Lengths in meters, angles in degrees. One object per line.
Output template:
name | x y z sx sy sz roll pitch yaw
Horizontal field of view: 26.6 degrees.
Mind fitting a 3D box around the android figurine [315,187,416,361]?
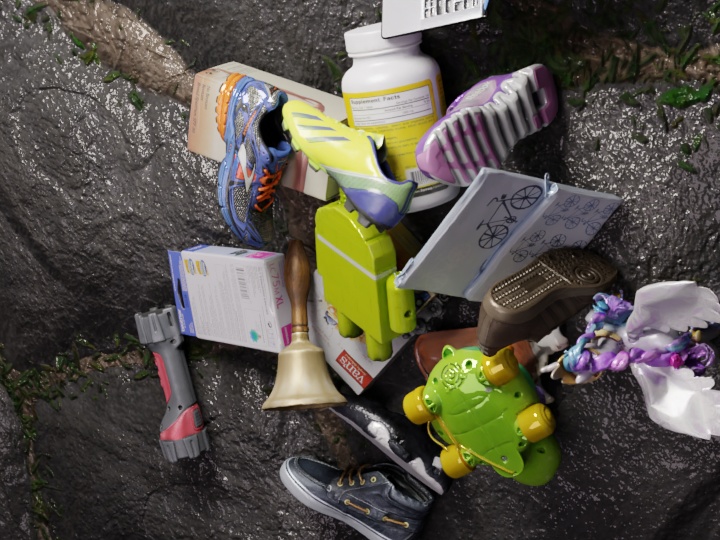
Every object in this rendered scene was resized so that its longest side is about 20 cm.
android figurine | 0.000 0.000 1.728 0.182 0.041 0.202 35 138 48

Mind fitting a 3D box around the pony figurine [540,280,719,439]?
pony figurine | 0.304 0.076 1.569 0.192 0.200 0.168 0 107 31

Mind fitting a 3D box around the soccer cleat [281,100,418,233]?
soccer cleat | -0.010 -0.127 1.647 0.084 0.065 0.200 -50 60 17

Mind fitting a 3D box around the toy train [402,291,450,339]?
toy train | 0.109 -0.001 1.725 0.046 0.034 0.200 45 104 13

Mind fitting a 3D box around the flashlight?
flashlight | -0.253 0.149 2.016 0.068 0.067 0.202 -172 66 -69

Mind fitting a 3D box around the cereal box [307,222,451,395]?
cereal box | 0.010 0.036 1.828 0.144 0.039 0.200 46 124 10

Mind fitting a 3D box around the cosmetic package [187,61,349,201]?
cosmetic package | -0.097 -0.166 1.789 0.199 0.087 0.104 19 116 24

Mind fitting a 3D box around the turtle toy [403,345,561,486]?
turtle toy | 0.150 0.161 1.682 0.145 0.101 0.201 -28 103 28

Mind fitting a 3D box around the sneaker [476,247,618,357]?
sneaker | 0.194 0.034 1.628 0.070 0.199 0.076 44 132 31

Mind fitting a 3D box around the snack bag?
snack bag | 0.159 -0.031 1.638 0.189 0.199 0.022 -52 43 33

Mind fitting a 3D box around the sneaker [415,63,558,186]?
sneaker | 0.121 -0.153 1.613 0.088 0.200 0.081 9 126 46

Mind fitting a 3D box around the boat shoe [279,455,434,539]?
boat shoe | -0.002 0.268 1.908 0.199 0.071 0.091 29 119 11

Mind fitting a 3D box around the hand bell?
hand bell | -0.072 0.063 1.818 0.103 0.104 0.202 -8 81 33

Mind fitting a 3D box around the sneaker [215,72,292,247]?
sneaker | -0.116 -0.120 1.721 0.078 0.075 0.202 7 113 26

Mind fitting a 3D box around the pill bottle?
pill bottle | 0.041 -0.172 1.689 0.112 0.112 0.202 -2 106 31

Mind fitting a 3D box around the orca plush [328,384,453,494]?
orca plush | 0.043 0.188 1.868 0.199 0.071 0.105 32 166 29

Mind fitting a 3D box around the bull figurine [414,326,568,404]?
bull figurine | 0.158 0.106 1.750 0.198 0.065 0.123 -6 106 32

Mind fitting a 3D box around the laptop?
laptop | 0.082 -0.359 1.548 0.198 0.116 0.189 -7 73 31

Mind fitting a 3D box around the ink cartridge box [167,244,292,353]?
ink cartridge box | -0.162 0.032 1.912 0.199 0.042 0.121 5 111 44
